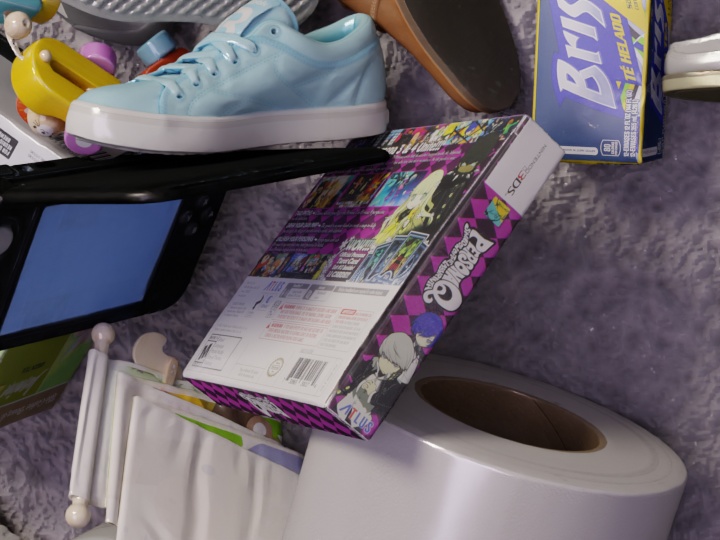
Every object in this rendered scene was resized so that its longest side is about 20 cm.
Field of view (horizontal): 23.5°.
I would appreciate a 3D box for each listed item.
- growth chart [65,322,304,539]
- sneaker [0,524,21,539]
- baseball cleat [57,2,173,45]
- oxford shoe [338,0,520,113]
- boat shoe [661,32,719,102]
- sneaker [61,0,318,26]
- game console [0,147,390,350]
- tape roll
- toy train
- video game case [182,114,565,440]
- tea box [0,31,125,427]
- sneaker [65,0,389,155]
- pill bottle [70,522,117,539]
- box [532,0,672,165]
[{"bbox_3d":[-0.085,0.123,1.002,0.200,0.145,0.018,34,137,-26],"label":"growth chart"},{"bbox_3d":[-0.273,0.185,1.131,0.200,0.078,0.077,46,117,10],"label":"sneaker"},{"bbox_3d":[-0.202,-0.205,1.043,0.200,0.106,0.070,38,102,9],"label":"baseball cleat"},{"bbox_3d":[0.018,-0.166,1.005,0.200,0.071,0.071,53,138,5],"label":"oxford shoe"},{"bbox_3d":[0.258,-0.132,0.919,0.200,0.075,0.069,-7,88,12],"label":"boat shoe"},{"bbox_3d":[-0.131,-0.186,0.978,0.114,0.200,0.073,42,113,47],"label":"sneaker"},{"bbox_3d":[-0.109,-0.010,0.934,0.116,0.200,0.176,38,119,26],"label":"game console"},{"bbox_3d":[0.062,0.141,0.945,0.202,0.203,0.139,19,103,16],"label":"tape roll"},{"bbox_3d":[-0.168,-0.133,0.992,0.056,0.150,0.200,-32,104,33],"label":"toy train"},{"bbox_3d":[0.000,0.000,0.926,0.036,0.200,0.181,41,74,-21],"label":"video game case"},{"bbox_3d":[-0.250,-0.034,1.064,0.200,0.134,0.197,34,107,11],"label":"tea box"},{"bbox_3d":[-0.072,-0.108,0.941,0.074,0.200,0.082,10,105,48],"label":"sneaker"},{"bbox_3d":[-0.134,0.203,1.018,0.114,0.200,0.115,2,97,19],"label":"pill bottle"},{"bbox_3d":[0.136,-0.160,0.953,0.064,0.070,0.200,4,97,20],"label":"box"}]
